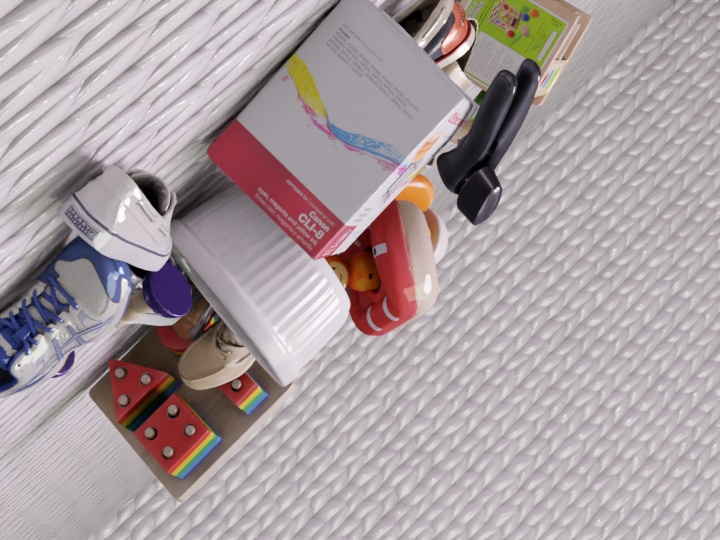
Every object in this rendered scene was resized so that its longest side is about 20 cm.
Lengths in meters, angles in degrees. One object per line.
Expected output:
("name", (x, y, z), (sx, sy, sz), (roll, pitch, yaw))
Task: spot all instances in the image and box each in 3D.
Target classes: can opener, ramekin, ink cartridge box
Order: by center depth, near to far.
("ink cartridge box", (-0.011, -0.132, 1.202), (0.200, 0.145, 0.145), (-47, 175, 11))
("can opener", (0.125, -0.126, 1.204), (0.063, 0.079, 0.200), (-34, 160, -32))
("ramekin", (-0.099, 0.007, 1.296), (0.105, 0.200, 0.200), (-39, 174, -9))

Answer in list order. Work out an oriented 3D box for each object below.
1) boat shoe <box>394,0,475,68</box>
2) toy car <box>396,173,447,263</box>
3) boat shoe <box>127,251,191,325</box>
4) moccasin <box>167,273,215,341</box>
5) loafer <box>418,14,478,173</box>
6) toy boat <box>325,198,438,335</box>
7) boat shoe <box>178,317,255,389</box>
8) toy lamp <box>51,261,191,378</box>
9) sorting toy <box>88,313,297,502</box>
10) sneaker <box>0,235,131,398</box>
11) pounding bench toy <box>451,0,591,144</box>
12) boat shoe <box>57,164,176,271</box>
("boat shoe", (0.019, -0.206, 1.303), (0.200, 0.071, 0.063), (-32, 140, 13))
("toy car", (0.006, -0.083, 1.614), (0.199, 0.151, 0.175), (-1, 167, 43))
("boat shoe", (-0.205, 0.007, 1.278), (0.068, 0.072, 0.200), (-43, 168, 12))
("moccasin", (-0.205, 0.037, 1.479), (0.074, 0.078, 0.201), (-59, -178, -6))
("loafer", (0.076, -0.192, 1.347), (0.076, 0.068, 0.201), (38, 57, -53))
("toy boat", (0.000, 0.000, 1.412), (0.130, 0.131, 0.200), (-7, 168, -21))
("boat shoe", (-0.141, 0.072, 1.501), (0.200, 0.072, 0.065), (-31, 159, 21))
("toy lamp", (-0.240, 0.050, 1.161), (0.199, 0.058, 0.058), (-25, -176, 28))
("sorting toy", (-0.218, 0.139, 1.592), (0.200, 0.199, 0.070), (-45, 153, -3))
("sneaker", (-0.265, 0.050, 1.084), (0.200, 0.075, 0.088), (-47, 173, 32))
("pounding bench toy", (0.164, -0.243, 1.539), (0.200, 0.124, 0.156), (-60, 170, 16))
("boat shoe", (-0.179, -0.049, 1.034), (0.066, 0.072, 0.200), (-47, 170, 2))
